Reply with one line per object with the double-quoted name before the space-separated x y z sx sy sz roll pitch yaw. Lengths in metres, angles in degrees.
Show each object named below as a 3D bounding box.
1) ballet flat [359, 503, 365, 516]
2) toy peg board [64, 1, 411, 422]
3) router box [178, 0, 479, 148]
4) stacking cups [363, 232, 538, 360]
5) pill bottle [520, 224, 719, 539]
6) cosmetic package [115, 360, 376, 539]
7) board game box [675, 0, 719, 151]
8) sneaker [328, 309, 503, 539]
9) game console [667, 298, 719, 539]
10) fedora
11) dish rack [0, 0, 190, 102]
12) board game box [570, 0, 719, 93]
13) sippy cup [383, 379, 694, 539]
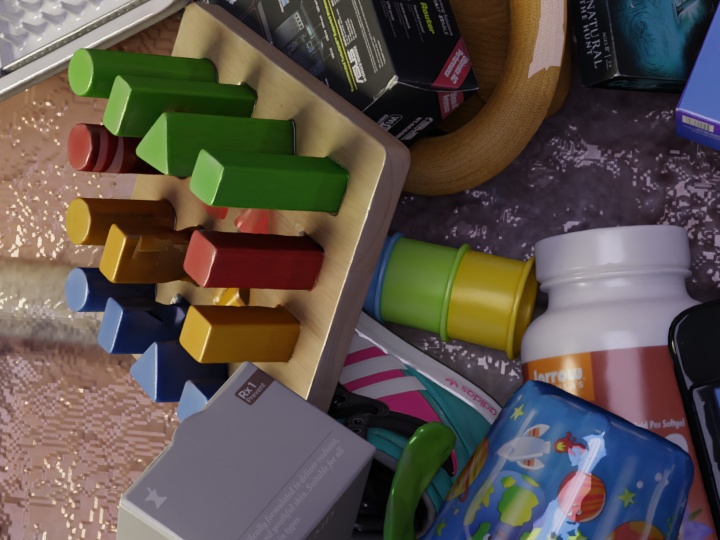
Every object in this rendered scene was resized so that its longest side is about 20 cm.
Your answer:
"ballet flat" -0.017 0.187 1.222 0.073 0.073 0.201 -1 84 9
"toy peg board" -0.094 -0.016 1.153 0.200 0.097 0.200 40 119 45
"router box" -0.029 -0.145 1.205 0.150 0.062 0.201 -37 61 42
"stacking cups" 0.000 0.000 1.251 0.199 0.060 0.061 13 86 15
"pill bottle" 0.144 0.080 1.186 0.112 0.112 0.201 -6 83 8
"cosmetic package" -0.064 0.150 1.089 0.090 0.200 0.107 34 57 12
"board game box" 0.281 -0.104 1.146 0.199 0.045 0.135 21 80 12
"sneaker" -0.023 0.085 1.201 0.199 0.121 0.084 28 129 7
"game console" 0.263 0.093 1.082 0.170 0.118 0.201 -14 84 -4
"fedora" 0.060 -0.135 1.219 0.200 0.082 0.202 -6 81 47
"dish rack" -0.175 -0.190 1.265 0.199 0.043 0.172 -23 67 27
"board game box" 0.160 -0.198 1.208 0.028 0.135 0.201 -14 81 45
"sippy cup" 0.096 0.129 1.078 0.177 0.140 0.131 25 89 6
